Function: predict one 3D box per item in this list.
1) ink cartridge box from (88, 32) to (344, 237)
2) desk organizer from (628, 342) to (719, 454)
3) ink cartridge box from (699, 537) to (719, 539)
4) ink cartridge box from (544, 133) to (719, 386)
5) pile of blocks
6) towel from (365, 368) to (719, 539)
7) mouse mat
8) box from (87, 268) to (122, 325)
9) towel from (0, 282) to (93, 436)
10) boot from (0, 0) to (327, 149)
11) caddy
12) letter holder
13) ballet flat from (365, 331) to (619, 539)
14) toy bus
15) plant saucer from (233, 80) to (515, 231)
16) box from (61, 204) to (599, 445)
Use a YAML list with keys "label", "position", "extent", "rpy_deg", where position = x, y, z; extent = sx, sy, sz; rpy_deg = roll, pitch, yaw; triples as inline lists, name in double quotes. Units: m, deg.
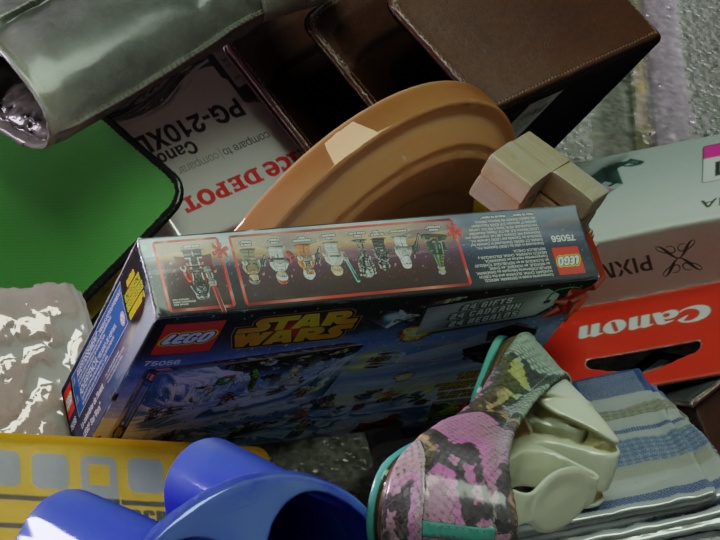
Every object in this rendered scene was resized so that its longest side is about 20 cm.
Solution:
- label: "ink cartridge box"
  position: [-0.110, -0.088, 1.315]
  extent: [0.144, 0.084, 0.200]
  rpy_deg: [-26, 75, -41]
- label: "desk organizer"
  position: [0.226, 0.045, 1.293]
  extent: [0.200, 0.077, 0.072]
  rpy_deg: [-34, 19, -27]
- label: "ink cartridge box"
  position: [0.097, 0.181, 1.059]
  extent: [0.199, 0.084, 0.146]
  rpy_deg: [-19, 43, -36]
- label: "ink cartridge box"
  position: [0.141, -0.003, 1.292]
  extent: [0.199, 0.044, 0.174]
  rpy_deg: [-11, 27, 15]
- label: "pile of blocks"
  position: [0.078, 0.002, 1.179]
  extent: [0.062, 0.200, 0.082]
  rpy_deg: [37, 81, 12]
- label: "towel"
  position: [0.080, 0.089, 1.114]
  extent: [0.146, 0.024, 0.200]
  rpy_deg: [-11, 13, -3]
- label: "mouse mat"
  position: [-0.203, -0.042, 1.225]
  extent: [0.200, 0.008, 0.161]
  rpy_deg: [40, 78, 20]
- label: "box"
  position: [-0.167, 0.019, 1.241]
  extent: [0.199, 0.050, 0.075]
  rpy_deg: [23, 39, 16]
- label: "towel"
  position: [-0.192, 0.100, 1.071]
  extent: [0.199, 0.032, 0.192]
  rpy_deg: [-7, 64, -26]
- label: "boot"
  position: [-0.117, -0.144, 1.246]
  extent: [0.200, 0.073, 0.182]
  rpy_deg: [-32, 40, -19]
- label: "caddy"
  position: [-0.054, 0.161, 0.958]
  extent: [0.141, 0.201, 0.105]
  rpy_deg: [-19, 28, -32]
- label: "letter holder"
  position: [0.041, -0.124, 1.330]
  extent: [0.142, 0.101, 0.200]
  rpy_deg: [50, 34, 9]
- label: "ballet flat"
  position: [0.062, 0.076, 1.002]
  extent: [0.071, 0.069, 0.200]
  rpy_deg: [12, 15, 15]
- label: "toy bus"
  position: [-0.136, 0.110, 1.030]
  extent: [0.199, 0.065, 0.079]
  rpy_deg: [5, 61, -22]
- label: "plant saucer"
  position: [0.000, 0.000, 1.188]
  extent: [0.200, 0.201, 0.032]
  rpy_deg: [-25, 58, -41]
- label: "box"
  position: [-0.015, 0.027, 1.082]
  extent: [0.199, 0.137, 0.040]
  rpy_deg: [-5, 63, -24]
